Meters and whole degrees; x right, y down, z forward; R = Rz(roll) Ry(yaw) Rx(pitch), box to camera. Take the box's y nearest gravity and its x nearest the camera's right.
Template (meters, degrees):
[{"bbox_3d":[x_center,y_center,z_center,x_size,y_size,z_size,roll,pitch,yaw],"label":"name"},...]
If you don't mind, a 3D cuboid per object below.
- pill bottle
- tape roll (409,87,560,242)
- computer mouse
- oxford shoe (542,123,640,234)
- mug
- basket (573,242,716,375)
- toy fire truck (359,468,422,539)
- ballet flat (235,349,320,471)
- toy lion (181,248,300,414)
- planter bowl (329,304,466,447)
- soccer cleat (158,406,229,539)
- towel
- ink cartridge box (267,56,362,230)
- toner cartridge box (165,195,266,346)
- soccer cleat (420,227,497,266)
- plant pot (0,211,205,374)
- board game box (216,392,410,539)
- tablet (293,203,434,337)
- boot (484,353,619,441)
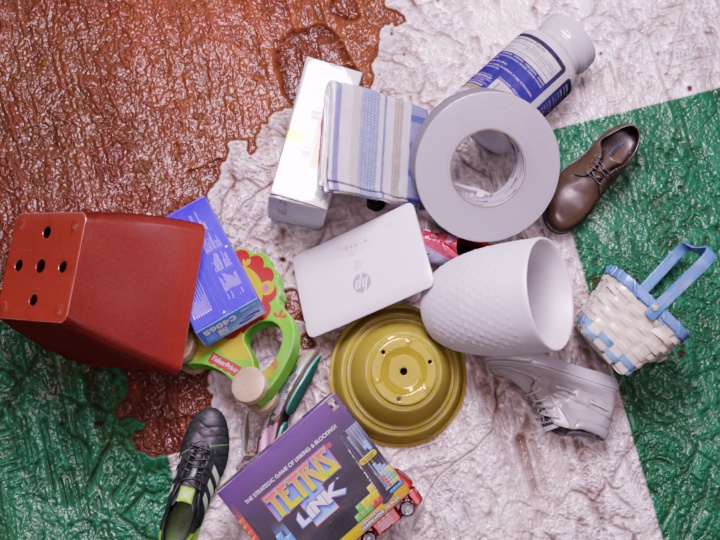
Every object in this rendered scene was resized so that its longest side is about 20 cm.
[{"bbox_3d":[0.241,-0.275,1.360,0.200,0.116,0.116,-42,85,-9],"label":"pill bottle"},{"bbox_3d":[0.168,-0.144,1.273,0.197,0.066,0.203,-1,104,-4],"label":"tape roll"},{"bbox_3d":[0.116,-0.100,1.359,0.198,0.044,0.111,26,82,4],"label":"computer mouse"},{"bbox_3d":[0.336,-0.140,1.359,0.072,0.084,0.201,37,82,2],"label":"oxford shoe"},{"bbox_3d":[0.189,0.045,1.264,0.174,0.199,0.150,-10,79,35],"label":"mug"},{"bbox_3d":[0.397,0.041,1.289,0.139,0.176,0.201,40,99,5],"label":"basket"},{"bbox_3d":[-0.030,0.318,1.272,0.199,0.049,0.142,-36,84,-8],"label":"toy fire truck"},{"bbox_3d":[-0.121,0.195,1.284,0.070,0.069,0.202,19,81,12],"label":"ballet flat"},{"bbox_3d":[-0.164,0.069,1.279,0.198,0.069,0.193,25,76,25],"label":"toy lion"},{"bbox_3d":[0.056,0.142,1.291,0.197,0.083,0.203,0,80,-3],"label":"planter bowl"},{"bbox_3d":[-0.222,0.283,1.250,0.067,0.081,0.203,15,79,-1],"label":"soccer cleat"},{"bbox_3d":[0.021,-0.168,1.267,0.199,0.024,0.149,5,87,-46],"label":"towel"},{"bbox_3d":[-0.064,-0.171,1.308,0.082,0.145,0.203,15,80,-2],"label":"ink cartridge box"},{"bbox_3d":[-0.212,-0.002,1.277,0.094,0.043,0.201,-29,57,-3],"label":"toner cartridge box"},{"bbox_3d":[0.100,-0.036,1.324,0.197,0.077,0.067,15,63,-4],"label":"soccer cleat"},{"bbox_3d":[-0.344,0.013,1.200,0.198,0.176,0.203,2,77,33],"label":"plant pot"},{"bbox_3d":[-0.061,0.287,1.217,0.199,0.057,0.166,-39,90,-10],"label":"board game box"},{"bbox_3d":[0.000,0.000,1.289,0.198,0.014,0.132,-24,62,20],"label":"tablet"},{"bbox_3d":[0.262,0.176,1.302,0.197,0.074,0.097,15,73,-2],"label":"boot"}]
